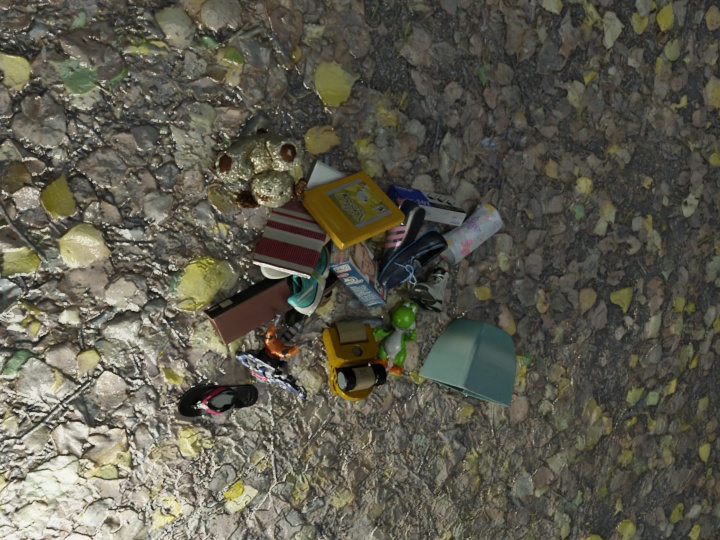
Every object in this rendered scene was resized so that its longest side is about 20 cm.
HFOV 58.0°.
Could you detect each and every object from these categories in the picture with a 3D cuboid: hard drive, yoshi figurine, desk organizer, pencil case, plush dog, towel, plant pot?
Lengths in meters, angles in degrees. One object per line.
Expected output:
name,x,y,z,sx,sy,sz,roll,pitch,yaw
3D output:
hard drive,-0.056,-0.176,1.641,0.200,0.026,0.132,24,87,-30
yoshi figurine,0.097,0.175,1.742,0.112,0.112,0.201,20,86,-23
desk organizer,-0.261,0.091,1.551,0.200,0.072,0.077,-29,114,-21
pencil case,0.304,-0.104,1.816,0.200,0.083,0.091,-39,116,-17
plush dog,-0.216,-0.225,1.498,0.199,0.161,0.172,-11,119,2
towel,-0.154,-0.079,1.515,0.144,0.023,0.200,14,57,4
plant pot,0.321,0.246,1.833,0.196,0.196,0.200,26,78,-29

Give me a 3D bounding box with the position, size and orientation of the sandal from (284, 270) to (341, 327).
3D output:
sandal,-0.108,0.070,1.629,0.200,0.082,0.055,-53,136,-14

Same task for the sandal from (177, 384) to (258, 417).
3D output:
sandal,-0.337,0.311,1.561,0.199,0.045,0.075,-3,100,-28

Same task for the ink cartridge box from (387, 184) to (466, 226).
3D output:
ink cartridge box,0.175,-0.172,1.724,0.200,0.094,0.044,7,122,-29

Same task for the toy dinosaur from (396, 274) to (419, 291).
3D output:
toy dinosaur,0.121,-0.052,1.715,0.077,0.102,0.201,-4,102,-28

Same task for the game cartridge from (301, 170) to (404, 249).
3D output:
game cartridge,-0.019,-0.150,1.555,0.200,0.176,0.032,-25,154,-35

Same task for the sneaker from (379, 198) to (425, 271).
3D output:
sneaker,0.090,-0.089,1.644,0.070,0.082,0.200,-3,127,-54

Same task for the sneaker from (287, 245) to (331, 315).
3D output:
sneaker,-0.123,0.012,1.570,0.080,0.078,0.200,27,50,-18

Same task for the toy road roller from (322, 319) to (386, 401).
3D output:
toy road roller,-0.031,0.241,1.692,0.123,0.146,0.200,-4,63,-28

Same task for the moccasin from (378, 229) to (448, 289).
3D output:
moccasin,0.133,-0.022,1.624,0.200,0.068,0.080,-44,148,-1

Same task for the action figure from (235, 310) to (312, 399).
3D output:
action figure,-0.187,0.213,1.571,0.200,0.105,0.194,38,117,-7

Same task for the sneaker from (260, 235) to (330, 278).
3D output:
sneaker,-0.163,-0.046,1.567,0.200,0.084,0.075,-35,107,-25

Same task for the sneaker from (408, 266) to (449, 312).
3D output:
sneaker,0.186,0.036,1.754,0.200,0.075,0.116,43,59,-66

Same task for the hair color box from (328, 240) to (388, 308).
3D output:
hair color box,0.000,0.000,1.627,0.200,0.060,0.100,48,37,-44
